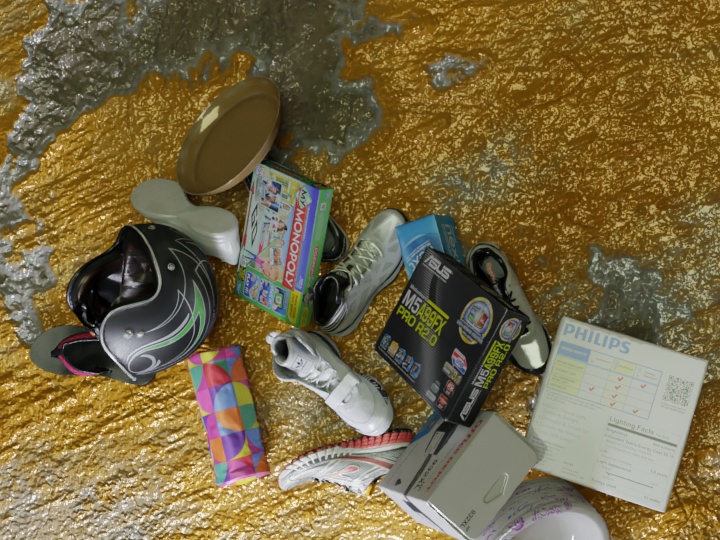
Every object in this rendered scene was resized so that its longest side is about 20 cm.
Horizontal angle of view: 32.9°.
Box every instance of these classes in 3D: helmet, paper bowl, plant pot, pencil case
[{"bbox_3d":[-0.292,0.037,1.699,0.191,0.200,0.200,-41,78,-10],"label":"helmet"},{"bbox_3d":[0.213,0.358,1.578,0.201,0.201,0.104,-48,36,4],"label":"paper bowl"},{"bbox_3d":[-0.182,-0.186,1.734,0.200,0.027,0.201,-26,44,28],"label":"plant pot"},{"bbox_3d":[-0.187,0.202,1.721,0.088,0.088,0.201,-16,80,10],"label":"pencil case"}]

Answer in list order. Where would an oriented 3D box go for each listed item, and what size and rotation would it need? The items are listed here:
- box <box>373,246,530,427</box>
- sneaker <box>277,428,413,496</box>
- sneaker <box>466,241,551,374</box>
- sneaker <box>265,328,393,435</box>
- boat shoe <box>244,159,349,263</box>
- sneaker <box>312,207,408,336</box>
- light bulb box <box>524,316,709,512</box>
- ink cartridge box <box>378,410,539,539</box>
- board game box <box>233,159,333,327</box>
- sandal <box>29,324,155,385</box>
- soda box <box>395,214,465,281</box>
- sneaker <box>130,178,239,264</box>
[{"bbox_3d":[0.111,0.081,1.557,0.161,0.044,0.200,-63,36,12],"label":"box"},{"bbox_3d":[-0.019,0.276,1.679,0.199,0.078,0.083,-14,83,10],"label":"sneaker"},{"bbox_3d":[0.196,0.052,1.655,0.074,0.080,0.201,-29,81,6],"label":"sneaker"},{"bbox_3d":[-0.048,0.149,1.651,0.200,0.115,0.075,44,104,33],"label":"sneaker"},{"bbox_3d":[-0.095,-0.091,1.738,0.200,0.060,0.076,39,93,13],"label":"boat shoe"},{"bbox_3d":[0.000,0.000,1.681,0.075,0.115,0.201,30,91,13],"label":"sneaker"},{"bbox_3d":[0.330,0.185,1.590,0.197,0.125,0.201,17,88,14],"label":"light bulb box"},{"bbox_3d":[0.122,0.256,1.566,0.084,0.200,0.145,42,76,-10],"label":"ink cartridge box"},{"bbox_3d":[-0.108,-0.038,1.692,0.134,0.029,0.201,26,113,39],"label":"board game box"},{"bbox_3d":[-0.395,0.124,1.789,0.199,0.045,0.075,9,87,13],"label":"sandal"},{"bbox_3d":[0.112,0.028,1.674,0.064,0.068,0.201,-19,81,25],"label":"soda box"},{"bbox_3d":[-0.255,-0.063,1.769,0.200,0.089,0.075,28,56,31],"label":"sneaker"}]
